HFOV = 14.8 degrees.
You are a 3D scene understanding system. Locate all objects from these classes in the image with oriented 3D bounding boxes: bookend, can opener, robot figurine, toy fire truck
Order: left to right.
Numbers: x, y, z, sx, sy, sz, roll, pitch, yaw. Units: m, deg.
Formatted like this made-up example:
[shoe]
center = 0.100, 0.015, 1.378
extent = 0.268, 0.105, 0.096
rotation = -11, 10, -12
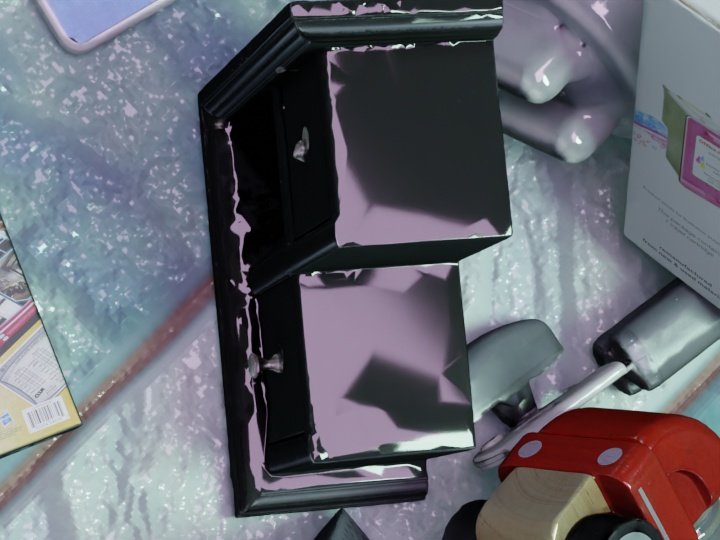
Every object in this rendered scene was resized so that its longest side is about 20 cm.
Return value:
[bookend]
center = 0.000, 0.000, 1.195
extent = 0.092, 0.199, 0.200
rotation = -4, 85, -15
[can opener]
center = 0.122, 0.023, 1.294
extent = 0.200, 0.053, 0.067
rotation = -36, 92, -15
[robot figurine]
center = 0.135, -0.142, 1.286
extent = 0.200, 0.113, 0.170
rotation = -45, 133, -14
[toy fire truck]
center = 0.163, 0.123, 1.250
extent = 0.200, 0.129, 0.176
rotation = -47, 121, -32

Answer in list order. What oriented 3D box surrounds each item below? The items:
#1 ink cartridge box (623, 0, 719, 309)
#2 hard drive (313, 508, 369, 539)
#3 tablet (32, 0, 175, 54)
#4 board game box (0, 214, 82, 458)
[ink cartridge box]
center = 0.195, -0.091, 1.218
extent = 0.085, 0.200, 0.145
rotation = 39, 67, 22
[hard drive]
center = 0.035, 0.203, 1.216
extent = 0.042, 0.135, 0.200
rotation = -37, 93, 8
[tablet]
center = -0.084, -0.202, 1.298
extent = 0.200, 0.014, 0.130
rotation = -32, 91, -13
[board game box]
center = -0.240, 0.043, 1.222
extent = 0.200, 0.035, 0.136
rotation = -21, 88, -14
